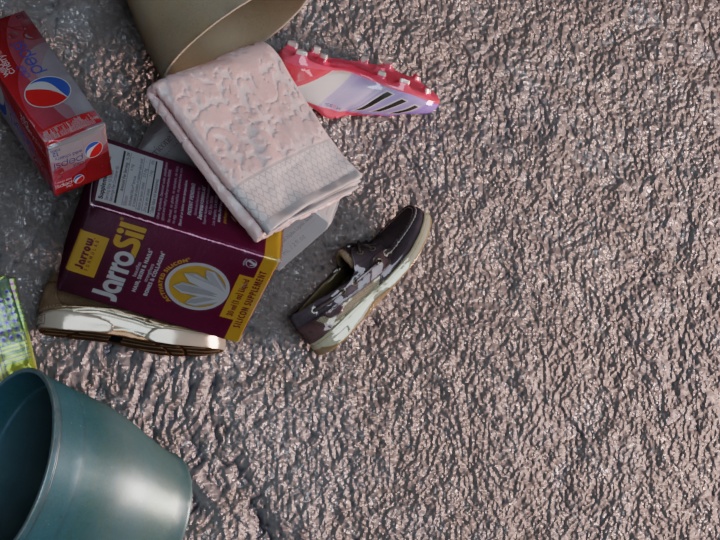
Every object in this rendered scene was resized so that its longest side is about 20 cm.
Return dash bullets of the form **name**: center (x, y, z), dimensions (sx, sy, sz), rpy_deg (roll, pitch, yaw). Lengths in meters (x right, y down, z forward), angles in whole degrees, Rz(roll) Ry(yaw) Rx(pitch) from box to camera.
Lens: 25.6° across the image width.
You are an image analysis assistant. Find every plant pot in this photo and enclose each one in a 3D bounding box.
- **plant pot**: center (-0.275, 0.220, 1.558), dimensions (0.187, 0.199, 0.201), rpy_deg (24, 79, -34)
- **plant pot**: center (-0.177, -0.325, 1.626), dimensions (0.187, 0.187, 0.201), rpy_deg (-31, 86, -20)

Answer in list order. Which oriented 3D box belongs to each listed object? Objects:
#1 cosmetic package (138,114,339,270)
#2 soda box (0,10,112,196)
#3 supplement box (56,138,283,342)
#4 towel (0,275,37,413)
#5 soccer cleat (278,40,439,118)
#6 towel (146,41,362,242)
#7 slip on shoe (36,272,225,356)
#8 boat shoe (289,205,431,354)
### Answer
- **cosmetic package**: center (-0.127, -0.102, 1.660), dimensions (0.200, 0.102, 0.074), rpy_deg (37, 38, -17)
- **soda box**: center (-0.314, -0.165, 1.548), dimensions (0.063, 0.200, 0.070), rpy_deg (-23, 141, -21)
- **supplement box**: center (-0.190, -0.029, 1.600), dimensions (0.199, 0.131, 0.104), rpy_deg (17, 42, -14)
- **towel**: center (-0.426, 0.094, 1.583), dimensions (0.199, 0.023, 0.145), rpy_deg (-15, 93, -22)
- **soccer cleat**: center (-0.008, -0.196, 1.749), dimensions (0.199, 0.067, 0.077), rpy_deg (11, 114, -26)
- **towel**: center (-0.102, -0.136, 1.606), dimensions (0.192, 0.032, 0.200), rpy_deg (54, 35, 3)
- **slip on shoe**: center (-0.234, 0.048, 1.641), dimensions (0.198, 0.076, 0.061), rpy_deg (9, 75, -16)
- **boat shoe**: center (0.000, 0.000, 1.735), dimensions (0.065, 0.072, 0.200), rpy_deg (44, 80, -20)
